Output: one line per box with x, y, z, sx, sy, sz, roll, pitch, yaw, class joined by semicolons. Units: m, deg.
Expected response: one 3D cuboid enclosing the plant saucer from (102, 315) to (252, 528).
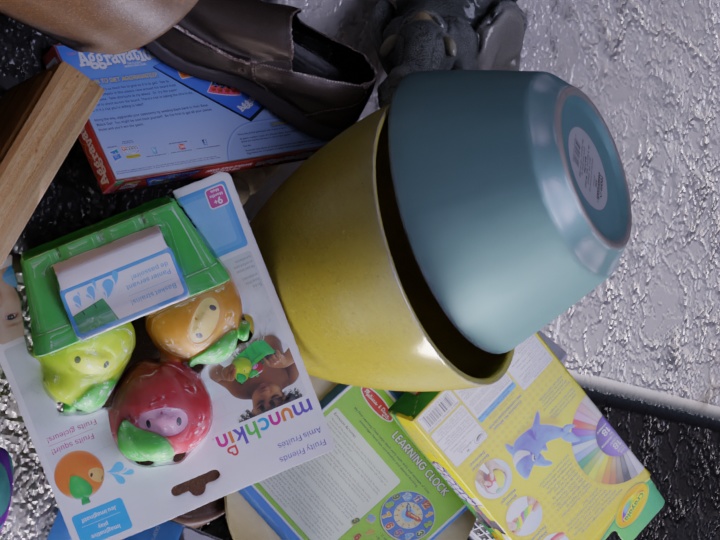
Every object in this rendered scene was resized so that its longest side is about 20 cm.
-0.111;0.098;1.477;0.200;0.034;0.201;-22;121;-43;plant saucer

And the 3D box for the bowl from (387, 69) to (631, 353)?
0.111;-0.054;1.410;0.201;0.105;0.201;41;40;-46;bowl

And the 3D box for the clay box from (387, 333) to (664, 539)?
0.123;0.135;1.522;0.115;0.048;0.200;-44;113;-14;clay box

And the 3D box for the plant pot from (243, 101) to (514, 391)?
0.000;0.000;1.438;0.200;0.142;0.200;42;39;-46;plant pot

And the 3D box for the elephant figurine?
0.056;-0.172;1.560;0.155;0.141;0.200;21;71;-32;elephant figurine

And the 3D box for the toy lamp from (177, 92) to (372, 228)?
-0.059;-0.084;1.505;0.200;0.058;0.058;-49;131;-31;toy lamp

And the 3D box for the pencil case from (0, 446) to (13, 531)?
-0.293;0.105;1.247;0.092;0.085;0.200;-49;136;-1;pencil case

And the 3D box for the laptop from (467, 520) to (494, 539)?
0.085;0.212;1.619;0.187;0.200;0.116;46;26;-43;laptop

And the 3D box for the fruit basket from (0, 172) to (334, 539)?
-0.133;0.060;1.360;0.185;0.094;0.200;-21;93;-8;fruit basket

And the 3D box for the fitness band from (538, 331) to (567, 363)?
0.105;0.058;1.623;0.037;0.200;0.144;-47;169;-8;fitness band

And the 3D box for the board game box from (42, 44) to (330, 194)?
-0.112;-0.112;1.420;0.200;0.019;0.103;-12;73;-45;board game box

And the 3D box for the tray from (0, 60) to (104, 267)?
-0.234;-0.030;1.278;0.037;0.099;0.200;35;69;-21;tray

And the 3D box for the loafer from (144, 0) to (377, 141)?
-0.071;-0.163;1.422;0.200;0.071;0.073;25;48;-27;loafer

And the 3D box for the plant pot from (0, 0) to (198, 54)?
-0.188;-0.233;1.234;0.198;0.200;0.201;31;74;-55;plant pot

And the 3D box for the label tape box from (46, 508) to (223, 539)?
-0.126;0.247;1.418;0.200;0.063;0.144;25;80;-21;label tape box

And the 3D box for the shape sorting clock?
-0.003;0.152;1.522;0.200;0.039;0.200;-4;104;-17;shape sorting clock
